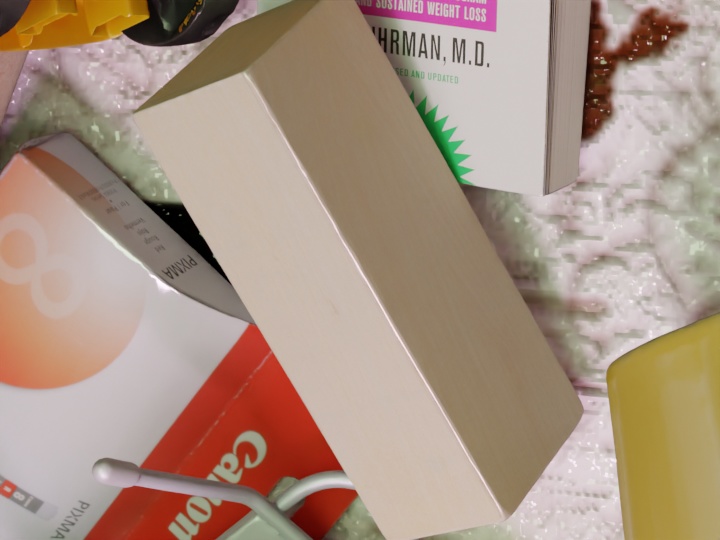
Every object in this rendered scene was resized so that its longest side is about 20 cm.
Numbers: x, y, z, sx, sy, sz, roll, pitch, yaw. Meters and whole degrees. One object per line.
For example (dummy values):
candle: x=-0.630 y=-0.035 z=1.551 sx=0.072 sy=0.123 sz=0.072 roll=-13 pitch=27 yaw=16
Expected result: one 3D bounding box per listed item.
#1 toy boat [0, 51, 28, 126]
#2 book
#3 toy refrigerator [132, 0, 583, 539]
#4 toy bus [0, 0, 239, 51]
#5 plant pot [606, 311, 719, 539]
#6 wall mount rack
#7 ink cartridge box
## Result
toy boat: x=-0.231 y=-0.080 z=1.070 sx=0.131 sy=0.130 sz=0.200 roll=46 pitch=121 yaw=40
book: x=0.024 y=-0.138 z=0.973 sx=0.133 sy=0.048 sz=0.201 roll=10 pitch=108 yaw=27
toy refrigerator: x=0.000 y=0.000 z=0.969 sx=0.070 sy=0.076 sz=0.200 roll=-17 pitch=112 yaw=40
toy bus: x=-0.093 y=-0.189 z=0.947 sx=0.200 sy=0.135 sz=0.193 roll=-17 pitch=80 yaw=43
plant pot: x=0.175 y=0.105 z=0.896 sx=0.200 sy=0.201 sz=0.189 roll=-23 pitch=78 yaw=27
wall mount rack: x=-0.077 y=0.146 z=1.051 sx=0.174 sy=0.075 sz=0.200 roll=42 pitch=116 yaw=-17
ink cartridge box: x=-0.108 y=0.066 z=1.079 sx=0.200 sy=0.050 sz=0.162 roll=44 pitch=117 yaw=10
